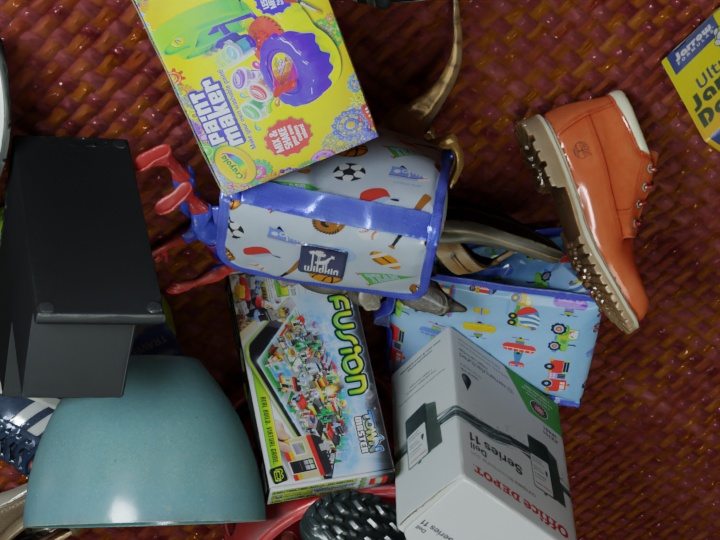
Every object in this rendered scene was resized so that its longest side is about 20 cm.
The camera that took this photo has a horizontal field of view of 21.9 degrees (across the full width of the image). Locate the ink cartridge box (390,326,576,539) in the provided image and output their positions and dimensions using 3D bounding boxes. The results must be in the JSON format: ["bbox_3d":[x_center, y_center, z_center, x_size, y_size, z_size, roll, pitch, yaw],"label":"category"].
[{"bbox_3d":[0.105,0.168,1.605,0.146,0.201,0.083,36,119,-24],"label":"ink cartridge box"}]

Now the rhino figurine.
[{"bbox_3d":[0.000,0.000,1.567,0.198,0.087,0.060,18,96,-11],"label":"rhino figurine"}]

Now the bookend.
[{"bbox_3d":[-0.219,0.038,1.402,0.091,0.201,0.200,1,130,-18],"label":"bookend"}]

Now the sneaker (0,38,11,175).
[{"bbox_3d":[-0.329,-0.093,1.390,0.114,0.076,0.202,3,134,-24],"label":"sneaker"}]

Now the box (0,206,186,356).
[{"bbox_3d":[-0.239,0.020,1.550,0.121,0.048,0.201,-23,135,5],"label":"box"}]

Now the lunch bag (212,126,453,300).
[{"bbox_3d":[-0.019,-0.050,1.403,0.168,0.200,0.125,11,97,0],"label":"lunch bag"}]

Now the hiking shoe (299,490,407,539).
[{"bbox_3d":[0.020,0.246,1.574,0.199,0.075,0.087,19,125,-37],"label":"hiking shoe"}]

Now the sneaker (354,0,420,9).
[{"bbox_3d":[0.065,-0.234,1.358,0.199,0.083,0.071,-28,140,-32],"label":"sneaker"}]

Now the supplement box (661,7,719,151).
[{"bbox_3d":[0.367,-0.137,1.562,0.199,0.110,0.109,27,120,-36],"label":"supplement box"}]

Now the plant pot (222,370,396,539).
[{"bbox_3d":[-0.033,0.190,1.684,0.198,0.184,0.202,-11,141,-9],"label":"plant pot"}]

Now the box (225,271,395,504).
[{"bbox_3d":[-0.045,0.091,1.580,0.109,0.202,0.035,-8,155,-12],"label":"box"}]

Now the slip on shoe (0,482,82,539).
[{"bbox_3d":[-0.266,0.216,1.725,0.198,0.061,0.076,-22,136,3],"label":"slip on shoe"}]

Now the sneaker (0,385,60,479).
[{"bbox_3d":[-0.281,0.160,1.633,0.198,0.085,0.075,12,131,-12],"label":"sneaker"}]

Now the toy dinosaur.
[{"bbox_3d":[0.043,-0.118,1.505,0.200,0.061,0.106,-40,131,20],"label":"toy dinosaur"}]

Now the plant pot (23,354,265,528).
[{"bbox_3d":[-0.177,0.142,1.533,0.197,0.137,0.200,-1,172,0],"label":"plant pot"}]

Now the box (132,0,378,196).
[{"bbox_3d":[-0.090,-0.199,1.284,0.121,0.194,0.201,-20,137,2],"label":"box"}]

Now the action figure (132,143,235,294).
[{"bbox_3d":[-0.147,-0.025,1.500,0.098,0.066,0.200,-32,156,7],"label":"action figure"}]

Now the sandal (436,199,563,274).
[{"bbox_3d":[0.075,-0.025,1.586,0.198,0.082,0.055,6,110,-20],"label":"sandal"}]

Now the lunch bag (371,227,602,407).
[{"bbox_3d":[0.108,0.044,1.677,0.197,0.095,0.151,0,137,-6],"label":"lunch bag"}]

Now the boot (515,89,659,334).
[{"bbox_3d":[0.216,-0.051,1.567,0.106,0.075,0.202,-23,97,-9],"label":"boot"}]
